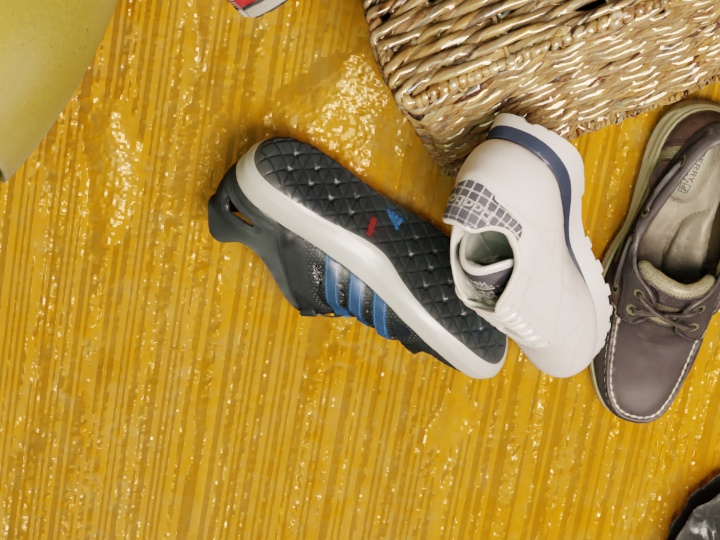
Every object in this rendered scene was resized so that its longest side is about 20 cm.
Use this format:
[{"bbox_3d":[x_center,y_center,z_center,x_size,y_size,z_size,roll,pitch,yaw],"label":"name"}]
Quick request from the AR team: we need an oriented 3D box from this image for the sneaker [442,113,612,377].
[{"bbox_3d":[0.088,0.003,1.104,0.076,0.081,0.201,17,148,31],"label":"sneaker"}]

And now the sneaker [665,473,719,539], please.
[{"bbox_3d":[0.226,0.231,1.213,0.104,0.060,0.201,-21,101,14],"label":"sneaker"}]

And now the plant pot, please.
[{"bbox_3d":[-0.208,-0.170,1.065,0.142,0.200,0.200,-43,101,-12],"label":"plant pot"}]

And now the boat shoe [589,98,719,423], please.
[{"bbox_3d":[0.178,0.002,1.144,0.073,0.065,0.201,9,108,-1],"label":"boat shoe"}]

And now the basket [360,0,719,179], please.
[{"bbox_3d":[0.102,-0.161,1.101,0.199,0.149,0.144,-22,72,9],"label":"basket"}]

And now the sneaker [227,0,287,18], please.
[{"bbox_3d":[-0.030,-0.234,1.052,0.085,0.077,0.201,27,96,-24],"label":"sneaker"}]

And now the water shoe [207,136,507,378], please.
[{"bbox_3d":[0.000,0.000,1.163,0.200,0.072,0.079,40,132,-10],"label":"water shoe"}]
